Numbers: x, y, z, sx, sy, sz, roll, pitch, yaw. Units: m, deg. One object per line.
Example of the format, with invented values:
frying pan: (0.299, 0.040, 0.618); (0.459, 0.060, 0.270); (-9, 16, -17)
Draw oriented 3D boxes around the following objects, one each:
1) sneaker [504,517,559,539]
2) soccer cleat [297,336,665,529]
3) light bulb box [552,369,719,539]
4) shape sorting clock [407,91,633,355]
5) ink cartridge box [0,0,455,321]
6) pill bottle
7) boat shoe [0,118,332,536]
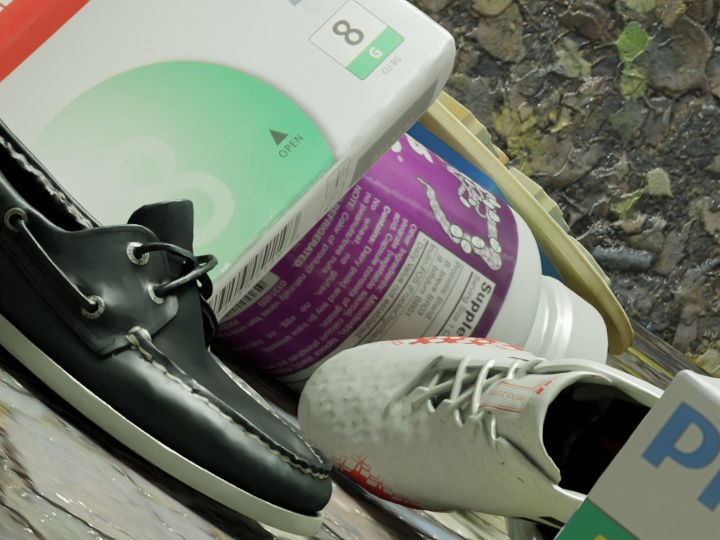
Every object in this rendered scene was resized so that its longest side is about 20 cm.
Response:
sneaker: (0.137, 0.138, 1.124); (0.200, 0.076, 0.092); (29, 12, 5)
soccer cleat: (0.059, 0.056, 1.024); (0.200, 0.069, 0.085); (15, -16, 31)
light bulb box: (0.129, 0.130, 0.719); (0.198, 0.125, 0.200); (38, 6, 13)
shape sorting clock: (0.049, -0.038, 1.314); (0.200, 0.039, 0.200); (43, -3, 3)
ink cartridge box: (-0.091, -0.082, 1.069); (0.200, 0.161, 0.050); (38, -29, 10)
pill bottle: (0.000, 0.000, 1.175); (0.200, 0.112, 0.112); (34, 5, -27)
boat shoe: (-0.078, -0.001, 0.883); (0.199, 0.066, 0.074); (37, 4, 16)
